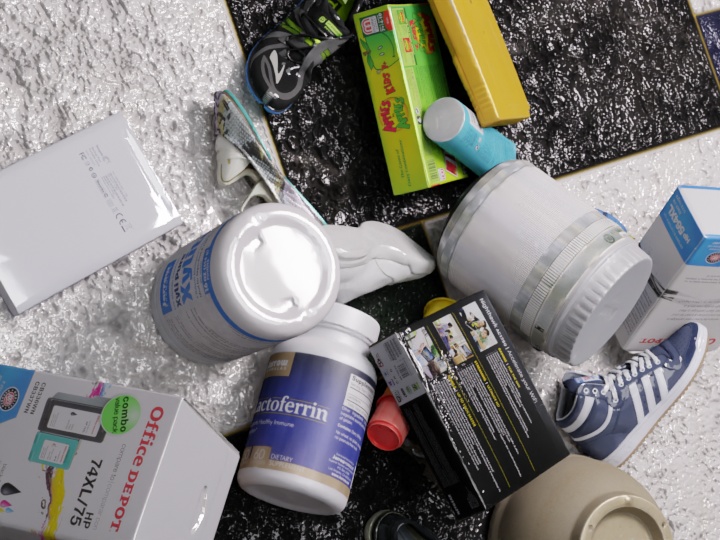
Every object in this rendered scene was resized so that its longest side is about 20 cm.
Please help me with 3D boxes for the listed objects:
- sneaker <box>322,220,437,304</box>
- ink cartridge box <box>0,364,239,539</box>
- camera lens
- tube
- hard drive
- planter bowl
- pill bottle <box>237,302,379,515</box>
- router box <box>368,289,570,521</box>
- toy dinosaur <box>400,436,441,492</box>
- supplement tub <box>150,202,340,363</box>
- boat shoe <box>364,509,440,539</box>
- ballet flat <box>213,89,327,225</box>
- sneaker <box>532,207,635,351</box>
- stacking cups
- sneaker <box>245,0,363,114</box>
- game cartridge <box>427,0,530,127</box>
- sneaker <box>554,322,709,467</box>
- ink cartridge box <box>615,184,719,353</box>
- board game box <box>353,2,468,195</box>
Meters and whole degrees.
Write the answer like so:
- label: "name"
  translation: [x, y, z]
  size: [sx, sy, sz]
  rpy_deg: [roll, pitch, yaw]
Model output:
- label: "sneaker"
  translation: [0.000, 0.000, 1.644]
  size: [0.075, 0.089, 0.199]
  rpy_deg: [42, 23, 32]
- label: "ink cartridge box"
  translation: [-0.239, 0.190, 1.375]
  size: [0.146, 0.199, 0.147]
  rpy_deg: [59, 43, -57]
- label: "camera lens"
  translation: [0.195, -0.012, 1.664]
  size: [0.200, 0.160, 0.160]
  rpy_deg: [38, 59, 22]
- label: "tube"
  translation: [0.137, -0.137, 1.717]
  size: [0.200, 0.050, 0.078]
  rpy_deg: [28, 65, -57]
- label: "hard drive"
  translation: [-0.293, -0.059, 1.529]
  size: [0.200, 0.025, 0.132]
  rpy_deg: [-32, 94, -30]
- label: "planter bowl"
  translation: [0.256, 0.300, 1.661]
  size: [0.199, 0.135, 0.201]
  rpy_deg: [3, 83, -22]
- label: "pill bottle"
  translation: [-0.048, 0.139, 1.563]
  size: [0.115, 0.116, 0.201]
  rpy_deg: [23, 68, -21]
- label: "router box"
  translation: [0.114, 0.136, 1.575]
  size: [0.149, 0.051, 0.201]
  rpy_deg: [-23, 84, -43]
- label: "toy dinosaur"
  translation: [0.122, 0.190, 1.648]
  size: [0.199, 0.102, 0.077]
  rpy_deg: [-14, 86, -28]
- label: "supplement tub"
  translation: [-0.116, 0.017, 1.505]
  size: [0.131, 0.200, 0.133]
  rpy_deg: [7, 75, -27]
- label: "boat shoe"
  translation: [0.085, 0.335, 1.616]
  size: [0.074, 0.066, 0.200]
  rpy_deg: [-36, 96, -29]
- label: "ballet flat"
  translation: [-0.111, -0.095, 1.611]
  size: [0.072, 0.072, 0.201]
  rpy_deg: [-39, 96, -29]
- label: "sneaker"
  translation: [0.239, 0.007, 1.777]
  size: [0.078, 0.066, 0.200]
  rpy_deg: [39, 63, 0]
- label: "stacking cups"
  translation: [0.060, 0.114, 1.624]
  size: [0.060, 0.060, 0.200]
  rpy_deg: [44, 46, -13]
- label: "sneaker"
  translation: [-0.058, -0.255, 1.663]
  size: [0.071, 0.083, 0.200]
  rpy_deg: [41, 64, -13]
- label: "game cartridge"
  translation: [0.129, -0.260, 1.736]
  size: [0.201, 0.032, 0.176]
  rpy_deg: [69, 20, 1]
- label: "sneaker"
  translation: [0.305, 0.122, 1.747]
  size: [0.108, 0.070, 0.200]
  rpy_deg: [36, 92, -12]
- label: "ink cartridge box"
  translation: [0.390, 0.002, 1.770]
  size: [0.145, 0.200, 0.085]
  rpy_deg: [2, 49, -27]
- label: "board game box"
  translation: [0.057, -0.191, 1.690]
  size: [0.101, 0.047, 0.201]
  rpy_deg: [-19, 97, -59]
